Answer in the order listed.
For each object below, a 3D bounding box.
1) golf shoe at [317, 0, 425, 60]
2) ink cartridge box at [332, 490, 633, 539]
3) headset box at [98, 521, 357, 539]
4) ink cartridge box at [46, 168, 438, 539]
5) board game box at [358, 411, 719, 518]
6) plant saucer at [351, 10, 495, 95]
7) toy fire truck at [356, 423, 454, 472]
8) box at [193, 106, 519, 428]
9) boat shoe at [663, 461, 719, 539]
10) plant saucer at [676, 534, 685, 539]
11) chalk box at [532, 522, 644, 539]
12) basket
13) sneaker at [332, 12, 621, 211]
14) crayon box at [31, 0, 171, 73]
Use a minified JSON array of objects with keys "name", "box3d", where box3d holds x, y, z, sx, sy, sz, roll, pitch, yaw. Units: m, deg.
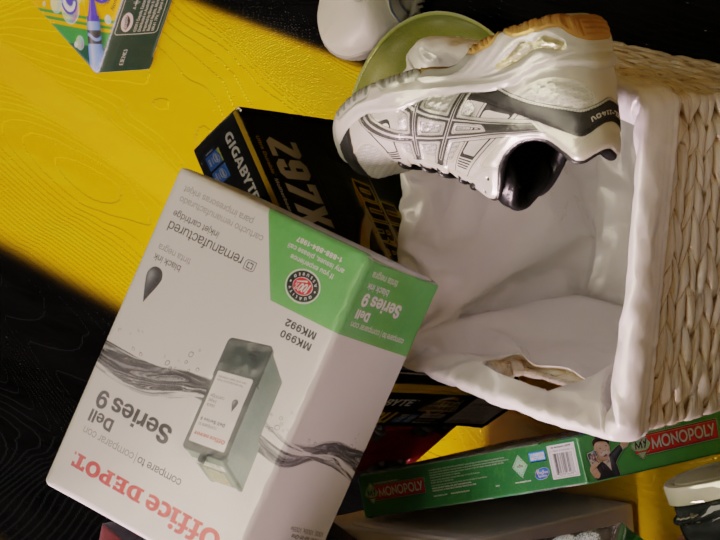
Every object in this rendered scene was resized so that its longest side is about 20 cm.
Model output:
[{"name":"golf shoe","box3d":[0.004,-0.210,1.806,0.078,0.097,0.200,55,135,26]},{"name":"ink cartridge box","box3d":[0.074,0.244,1.758,0.146,0.146,0.201,2,98,51]},{"name":"headset box","box3d":[-0.056,0.204,1.678,0.200,0.148,0.075,33,119,43]},{"name":"ink cartridge box","box3d":[-0.068,0.065,1.619,0.146,0.084,0.201,25,92,31]},{"name":"board game box","box3d":[0.112,0.113,1.701,0.200,0.134,0.029,-15,86,50]},{"name":"plant saucer","box3d":[0.063,-0.064,1.810,0.200,0.031,0.201,13,106,49]},{"name":"toy fire truck","box3d":[-0.008,0.060,1.794,0.049,0.200,0.141,-43,71,21]},{"name":"box","box3d":[0.000,0.000,1.739,0.049,0.159,0.201,-41,61,34]},{"name":"boat shoe","box3d":[0.263,0.132,1.552,0.199,0.074,0.066,-10,97,26]},{"name":"plant saucer","box3d":[0.242,0.234,1.640,0.200,0.037,0.201,10,104,48]},{"name":"chalk box","box3d":[0.120,0.263,1.595,0.125,0.124,0.201,-17,45,50]},{"name":"basket","box3d":[0.140,-0.029,1.622,0.198,0.160,0.201,18,110,48]},{"name":"sneaker","box3d":[0.059,-0.070,1.532,0.200,0.075,0.088,-21,79,49]},{"name":"crayon box","box3d":[-0.207,-0.252,2.089,0.200,0.051,0.126,47,129,35]}]
